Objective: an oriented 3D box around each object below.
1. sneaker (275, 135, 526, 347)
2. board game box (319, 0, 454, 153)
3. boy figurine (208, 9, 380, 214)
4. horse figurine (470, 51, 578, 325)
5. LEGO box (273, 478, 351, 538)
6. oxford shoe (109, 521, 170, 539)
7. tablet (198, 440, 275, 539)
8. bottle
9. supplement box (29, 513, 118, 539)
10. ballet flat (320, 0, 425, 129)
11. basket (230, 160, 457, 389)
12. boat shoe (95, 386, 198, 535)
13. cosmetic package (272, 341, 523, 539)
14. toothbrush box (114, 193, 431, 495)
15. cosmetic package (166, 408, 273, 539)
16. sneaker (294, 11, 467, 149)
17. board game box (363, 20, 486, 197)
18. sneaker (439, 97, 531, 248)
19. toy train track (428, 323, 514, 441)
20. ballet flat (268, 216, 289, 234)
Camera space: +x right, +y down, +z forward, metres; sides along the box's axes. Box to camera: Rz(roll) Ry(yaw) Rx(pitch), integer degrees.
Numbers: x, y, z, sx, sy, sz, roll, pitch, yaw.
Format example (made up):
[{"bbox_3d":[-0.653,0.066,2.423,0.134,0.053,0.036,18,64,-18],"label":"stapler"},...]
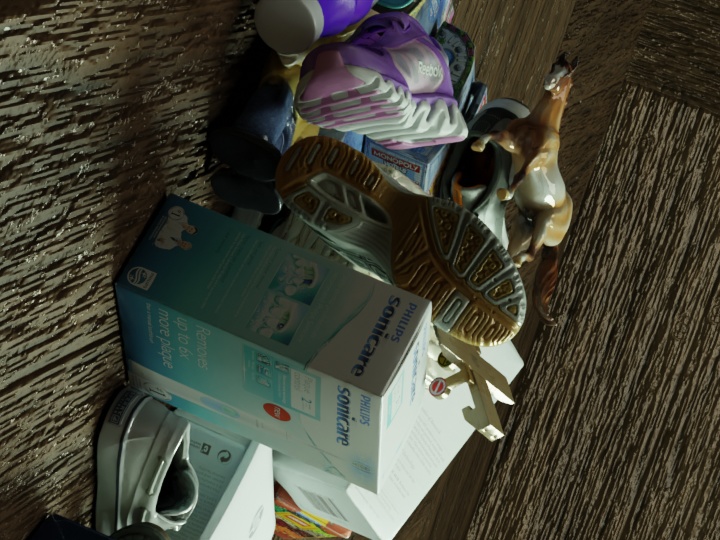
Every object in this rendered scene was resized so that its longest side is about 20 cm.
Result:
[{"bbox_3d":[0.033,-0.021,1.546,0.076,0.200,0.088,-50,171,-3],"label":"sneaker"},{"bbox_3d":[0.018,-0.171,1.882,0.200,0.043,0.200,65,48,-75],"label":"board game box"},{"bbox_3d":[-0.043,-0.126,1.637,0.125,0.064,0.200,92,24,-43],"label":"boy figurine"},{"bbox_3d":[0.138,-0.060,1.825,0.133,0.050,0.201,-44,132,-49],"label":"horse figurine"},{"bbox_3d":[-0.028,0.128,1.960,0.201,0.077,0.149,-65,-162,-18],"label":"LEGO box"},{"bbox_3d":[-0.178,0.244,1.664,0.201,0.072,0.085,-63,177,39],"label":"oxford shoe"},{"bbox_3d":[-0.096,0.211,1.758,0.200,0.014,0.131,93,21,-60],"label":"tablet"},{"bbox_3d":[-0.015,-0.216,1.595,0.200,0.065,0.084,-54,156,-51],"label":"bottle"},{"bbox_3d":[-0.202,0.314,1.500,0.200,0.133,0.201,-54,161,-51],"label":"supplement box"},{"bbox_3d":[0.010,-0.195,1.752,0.201,0.070,0.071,-61,167,-12],"label":"ballet flat"},{"bbox_3d":[0.000,0.000,1.733,0.200,0.123,0.136,37,72,-51],"label":"basket"},{"bbox_3d":[-0.151,0.162,1.638,0.201,0.065,0.074,92,22,-58],"label":"boat shoe"},{"bbox_3d":[0.027,0.112,1.834,0.200,0.112,0.081,-53,131,-21],"label":"cosmetic package"},{"bbox_3d":[-0.058,0.051,1.538,0.147,0.199,0.086,94,21,-59],"label":"toothbrush box"},{"bbox_3d":[-0.137,0.208,1.775,0.102,0.074,0.201,-16,128,-75],"label":"cosmetic package"},{"bbox_3d":[0.012,-0.143,1.592,0.200,0.080,0.089,13,74,-65],"label":"sneaker"},{"bbox_3d":[0.054,-0.099,1.922,0.200,0.061,0.201,87,28,-67],"label":"board game box"},{"bbox_3d":[0.089,-0.045,1.886,0.079,0.074,0.202,-27,133,-58],"label":"sneaker"},{"bbox_3d":[0.057,0.036,1.608,0.115,0.032,0.201,40,28,-51],"label":"toy train track"},{"bbox_3d":[-0.047,0.039,1.875,0.068,0.075,0.201,-56,163,-41],"label":"ballet flat"}]
